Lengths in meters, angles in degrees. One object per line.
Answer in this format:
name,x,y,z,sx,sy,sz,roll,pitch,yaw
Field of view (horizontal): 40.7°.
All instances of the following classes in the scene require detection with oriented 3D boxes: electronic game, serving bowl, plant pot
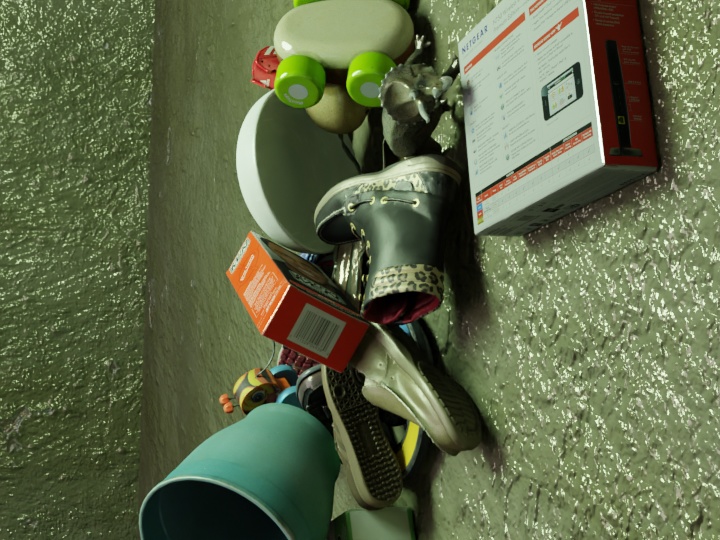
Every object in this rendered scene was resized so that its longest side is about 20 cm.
electronic game,0.035,0.134,1.088,0.200,0.041,0.203,180,90,-69
serving bowl,-0.082,-0.114,1.153,0.065,0.199,0.203,-12,76,34
plant pot,-0.114,0.257,1.090,0.188,0.198,0.202,-51,-21,-56

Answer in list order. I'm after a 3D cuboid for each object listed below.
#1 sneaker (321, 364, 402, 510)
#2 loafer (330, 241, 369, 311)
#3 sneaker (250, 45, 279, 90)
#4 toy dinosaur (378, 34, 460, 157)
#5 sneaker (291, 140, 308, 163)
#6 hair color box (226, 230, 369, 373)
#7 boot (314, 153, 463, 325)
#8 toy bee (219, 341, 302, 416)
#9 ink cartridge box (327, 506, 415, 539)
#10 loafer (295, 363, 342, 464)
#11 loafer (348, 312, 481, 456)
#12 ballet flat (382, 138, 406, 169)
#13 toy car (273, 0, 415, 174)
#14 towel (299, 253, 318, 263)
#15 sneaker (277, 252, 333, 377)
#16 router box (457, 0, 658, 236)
sneaker,-0.012,0.162,1.062,0.075,0.070,0.203,-40,59,59
loafer,0.000,0.000,1.144,0.072,0.062,0.203,39,-115,-62
sneaker,-0.091,-0.235,1.324,0.201,0.114,0.079,-110,29,-43
toy dinosaur,0.051,-0.157,0.943,0.077,0.103,0.200,38,159,8
sneaker,-0.075,-0.136,1.308,0.084,0.074,0.200,44,177,4
hair color box,-0.072,0.029,1.037,0.062,0.101,0.200,-60,25,6
boot,0.019,-0.021,0.990,0.198,0.073,0.153,-18,56,40
toy bee,-0.124,0.163,1.257,0.202,0.108,0.131,67,170,-16
ink cartridge box,-0.003,0.368,1.124,0.200,0.083,0.147,128,139,-58
loafer,-0.031,0.177,1.182,0.201,0.071,0.064,79,168,-60
loafer,0.048,0.119,0.962,0.068,0.076,0.200,-53,42,13
ballet flat,0.037,-0.090,1.079,0.067,0.046,0.203,-151,63,-66
toy car,-0.008,-0.211,1.116,0.201,0.155,0.166,76,-161,-53
towel,-0.071,-0.026,1.270,0.202,0.024,0.145,-66,8,-28
sneaker,-0.056,0.069,1.297,0.075,0.080,0.202,-97,25,-63
router box,0.149,-0.139,0.780,0.200,0.048,0.182,151,118,-66
